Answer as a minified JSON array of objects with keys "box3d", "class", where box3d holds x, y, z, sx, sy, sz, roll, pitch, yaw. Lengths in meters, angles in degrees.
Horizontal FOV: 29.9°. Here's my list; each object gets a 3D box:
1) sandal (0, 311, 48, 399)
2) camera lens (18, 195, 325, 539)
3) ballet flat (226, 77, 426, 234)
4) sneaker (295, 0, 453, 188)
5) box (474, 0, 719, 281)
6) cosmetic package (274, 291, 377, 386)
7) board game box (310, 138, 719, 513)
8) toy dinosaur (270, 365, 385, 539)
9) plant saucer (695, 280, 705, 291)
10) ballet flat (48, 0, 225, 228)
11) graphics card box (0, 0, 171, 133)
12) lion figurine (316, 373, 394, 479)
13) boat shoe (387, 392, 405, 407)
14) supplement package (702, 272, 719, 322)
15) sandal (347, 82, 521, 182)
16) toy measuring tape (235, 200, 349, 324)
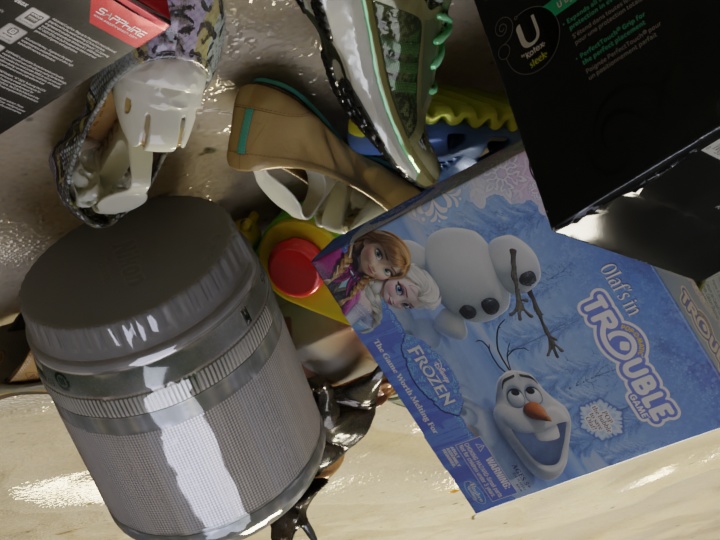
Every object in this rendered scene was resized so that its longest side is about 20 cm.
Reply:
[{"box3d":[-0.234,0.050,0.990,0.199,0.080,0.054,-12,134,3],"class":"sandal"},{"box3d":[-0.120,0.073,0.896,0.159,0.160,0.200,-16,122,4],"class":"camera lens"},{"box3d":[-0.023,-0.057,0.866,0.068,0.063,0.200,11,169,36],"class":"ballet flat"},{"box3d":[0.024,-0.125,0.710,0.088,0.077,0.200,-30,137,-5],"class":"sneaker"},{"box3d":[0.151,-0.119,0.674,0.124,0.201,0.148,-33,149,32],"class":"box"},{"box3d":[-0.076,0.054,1.051,0.200,0.088,0.103,-25,154,21],"class":"cosmetic package"},{"box3d":[0.101,0.032,0.817,0.199,0.200,0.043,-28,-169,33],"class":"board game box"},{"box3d":[-0.036,0.122,1.039,0.102,0.077,0.200,25,102,-51],"class":"toy dinosaur"},{"box3d":[0.153,-0.012,0.899,0.200,0.201,0.031,-30,140,30],"class":"plant saucer"},{"box3d":[-0.122,-0.084,0.757,0.072,0.072,0.200,1,151,-30],"class":"ballet flat"},{"box3d":[-0.210,-0.114,0.666,0.200,0.051,0.125,-28,153,24],"class":"graphics card box"},{"box3d":[-0.030,0.121,1.139,0.122,0.200,0.073,16,154,14],"class":"lion figurine"},{"box3d":[0.067,0.082,1.212,0.062,0.072,0.200,1,153,-20],"class":"boat shoe"},{"box3d":[0.286,-0.017,0.971,0.200,0.151,0.152,-24,179,21],"class":"supplement package"},{"box3d":[0.081,-0.071,0.853,0.199,0.079,0.087,3,108,-28],"class":"sandal"},{"box3d":[0.000,0.000,0.936,0.199,0.074,0.074,21,156,9],"class":"toy measuring tape"}]
